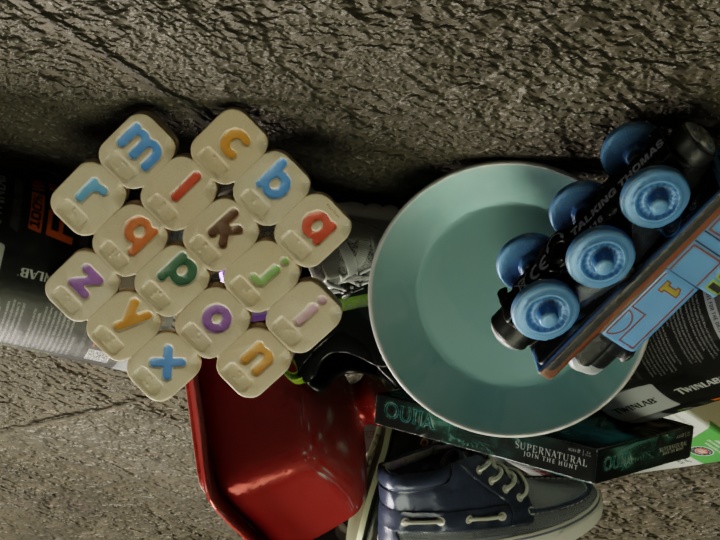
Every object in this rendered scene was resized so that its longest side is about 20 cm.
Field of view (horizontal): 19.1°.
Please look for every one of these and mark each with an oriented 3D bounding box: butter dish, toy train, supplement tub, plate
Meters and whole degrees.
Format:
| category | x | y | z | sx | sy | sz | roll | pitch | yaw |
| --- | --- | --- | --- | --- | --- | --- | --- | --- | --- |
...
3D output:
| category | x | y | z | sx | sy | sz | roll | pitch | yaw |
| --- | --- | --- | --- | --- | --- | --- | --- | --- | --- |
| butter dish | -0.048 | 0.121 | 1.711 | 0.147 | 0.200 | 0.200 | -17 | 148 | 11 |
| toy train | 0.177 | -0.009 | 1.415 | 0.114 | 0.087 | 0.200 | 32 | 114 | -25 |
| supplement tub | 0.251 | 0.030 | 1.514 | 0.122 | 0.123 | 0.200 | 23 | 150 | -34 |
| plate | 0.105 | 0.019 | 1.495 | 0.199 | 0.201 | 0.026 | 2 | -164 | 7 |
| supplement tub | -0.235 | -0.003 | 1.536 | 0.199 | 0.123 | 0.123 | 12 | 154 | -17 |

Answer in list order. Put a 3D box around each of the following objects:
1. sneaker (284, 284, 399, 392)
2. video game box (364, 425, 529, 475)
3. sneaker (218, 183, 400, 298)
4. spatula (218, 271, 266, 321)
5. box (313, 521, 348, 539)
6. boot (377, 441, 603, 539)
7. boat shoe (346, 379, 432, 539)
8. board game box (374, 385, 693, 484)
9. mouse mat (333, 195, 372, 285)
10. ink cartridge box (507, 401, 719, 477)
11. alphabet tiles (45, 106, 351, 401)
| category | x | y | z | sx | sy | sz | roll | pitch | yaw |
| --- | --- | --- | --- | --- | --- | --- | --- | --- | --- |
| sneaker | 0.038 | 0.052 | 1.622 | 0.199 | 0.083 | 0.072 | -11 | 151 | 16 |
| video game box | 0.046 | 0.182 | 1.894 | 0.199 | 0.047 | 0.182 | -6 | 146 | 22 |
| sneaker | -0.019 | -0.006 | 1.523 | 0.199 | 0.082 | 0.075 | 17 | 150 | -16 |
| spatula | -0.094 | -0.016 | 1.588 | 0.056 | 0.021 | 0.200 | -8 | 151 | 12 |
| box | 0.023 | 0.269 | 1.899 | 0.199 | 0.106 | 0.122 | 12 | 150 | -8 |
| boot | 0.107 | 0.180 | 1.731 | 0.199 | 0.073 | 0.091 | -13 | 117 | -21 |
| boat shoe | 0.032 | 0.160 | 1.763 | 0.063 | 0.202 | 0.074 | 15 | -174 | -10 |
| board game box | 0.129 | 0.115 | 1.598 | 0.200 | 0.028 | 0.135 | 12 | -168 | 37 |
| mouse mat | 0.000 | 0.000 | 1.636 | 0.161 | 0.008 | 0.200 | -17 | 148 | 39 |
| ink cartridge box | 0.199 | 0.105 | 1.731 | 0.200 | 0.083 | 0.146 | -13 | 149 | 37 |
| alphabet tiles | -0.112 | -0.010 | 1.460 | 0.196 | 0.015 | 0.200 | -43 | 98 | 17 |
